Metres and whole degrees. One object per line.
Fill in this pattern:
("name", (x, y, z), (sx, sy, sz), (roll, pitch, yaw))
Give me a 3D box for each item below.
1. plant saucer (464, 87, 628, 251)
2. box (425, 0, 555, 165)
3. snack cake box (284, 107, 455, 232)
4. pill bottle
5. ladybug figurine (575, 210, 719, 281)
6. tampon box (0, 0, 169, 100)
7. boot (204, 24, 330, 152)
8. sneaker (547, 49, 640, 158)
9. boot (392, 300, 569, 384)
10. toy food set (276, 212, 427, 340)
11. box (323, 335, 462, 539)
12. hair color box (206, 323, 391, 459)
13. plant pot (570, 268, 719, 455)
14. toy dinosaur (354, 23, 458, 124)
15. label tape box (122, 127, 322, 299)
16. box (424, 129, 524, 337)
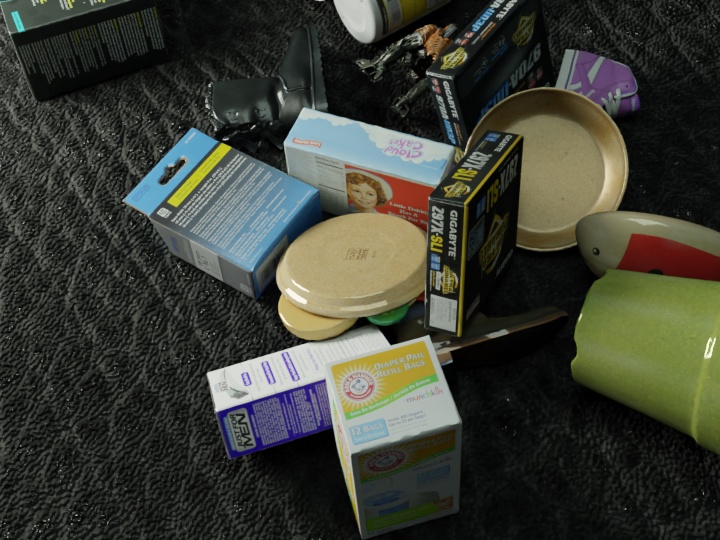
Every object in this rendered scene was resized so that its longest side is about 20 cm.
("plant saucer", (0.226, -0.122, 1.367), (0.199, 0.035, 0.202), (-1, 85, 10))
("box", (0.170, -0.244, 1.420), (0.046, 0.160, 0.200), (19, 55, 36))
("snack cake box", (0.013, -0.117, 1.367), (0.199, 0.115, 0.067), (16, 56, 14))
("pill bottle", (0.068, -0.411, 1.578), (0.199, 0.112, 0.111), (-31, 58, -18))
("ladybug figurine", (0.340, -0.014, 1.271), (0.198, 0.136, 0.073), (11, 78, -3))
("tampon box", (-0.389, -0.356, 1.554), (0.199, 0.127, 0.150), (-19, 56, -11))
("boot", (-0.125, -0.246, 1.498), (0.161, 0.074, 0.199), (-8, 55, 1))
("sneaker", (0.303, -0.208, 1.445), (0.113, 0.073, 0.201), (14, 56, 10))
("boot", (0.130, 0.058, 1.261), (0.199, 0.075, 0.097), (-20, 58, -8))
("toy food set", (0.000, 0.000, 1.297), (0.196, 0.049, 0.201), (-8, 35, 1))
("box", (0.034, 0.169, 1.108), (0.112, 0.201, 0.102), (-14, 54, -7))
("hair color box", (-0.059, 0.127, 1.201), (0.199, 0.065, 0.109), (-15, 19, -8))
("plant pot", (0.330, 0.082, 1.177), (0.183, 0.201, 0.201), (17, 56, 28))
("toy dinosaur", (0.075, -0.280, 1.455), (0.136, 0.200, 0.102), (-41, 79, 2))
("label tape box", (-0.168, -0.073, 1.377), (0.199, 0.063, 0.144), (27, 61, 21))
("box", (0.128, -0.047, 1.242), (0.049, 0.161, 0.200), (11, 31, 22))
